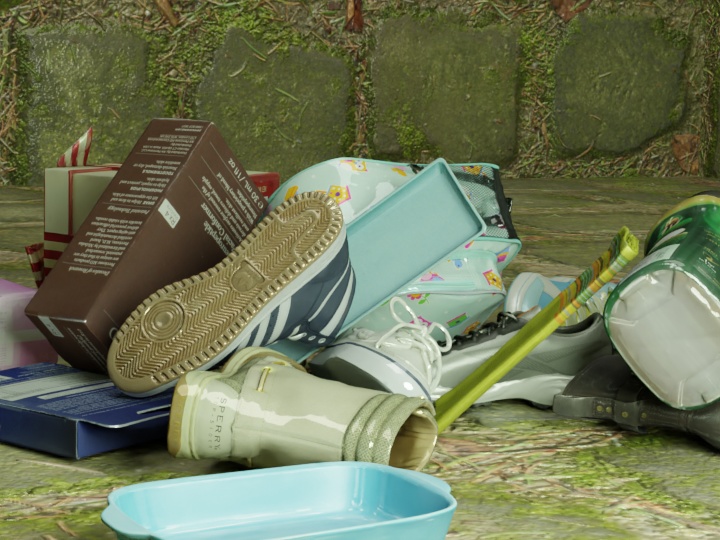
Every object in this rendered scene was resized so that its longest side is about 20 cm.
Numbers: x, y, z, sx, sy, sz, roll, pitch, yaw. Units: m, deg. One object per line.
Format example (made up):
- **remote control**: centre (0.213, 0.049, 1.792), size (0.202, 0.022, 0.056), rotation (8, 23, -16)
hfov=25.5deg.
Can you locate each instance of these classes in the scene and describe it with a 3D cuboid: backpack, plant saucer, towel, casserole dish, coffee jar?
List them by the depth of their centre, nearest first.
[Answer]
- **casserole dish**: centre (-0.042, 0.139, 0.848), size (0.198, 0.039, 0.121), rotation (-2, 8, -30)
- **coffee jar**: centre (0.242, 0.015, 1.135), size (0.085, 0.105, 0.200), rotation (-39, 1, 28)
- **towel**: centre (0.123, 0.044, 1.150), size (0.018, 0.200, 0.086), rotation (47, 12, 3)
- **plant saucer**: centre (0.000, 0.000, 1.203), size (0.199, 0.070, 0.019), rotation (-36, -21, 11)
- **backpack**: centre (0.015, -0.005, 1.316), size (0.198, 0.155, 0.176), rotation (11, -36, -23)

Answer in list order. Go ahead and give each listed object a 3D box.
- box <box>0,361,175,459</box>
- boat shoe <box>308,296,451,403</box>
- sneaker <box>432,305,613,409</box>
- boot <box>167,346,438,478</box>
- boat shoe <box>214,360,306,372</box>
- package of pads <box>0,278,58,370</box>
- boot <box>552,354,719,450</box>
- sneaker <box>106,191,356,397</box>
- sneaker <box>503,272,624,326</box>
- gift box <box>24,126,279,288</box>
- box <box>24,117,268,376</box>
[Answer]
- **box**: centre (-0.201, 0.099, 1.125), size (0.199, 0.033, 0.121), rotation (5, 9, 38)
- **boat shoe**: centre (0.026, 0.063, 1.144), size (0.086, 0.075, 0.202), rotation (-42, 6, -11)
- **sneaker**: centre (0.105, 0.066, 1.261), size (0.198, 0.080, 0.074), rotation (0, 10, -4)
- **boot**: centre (-0.023, 0.098, 1.034), size (0.153, 0.073, 0.200), rotation (8, 3, 14)
- **boat shoe**: centre (-0.126, 0.059, 1.320), size (0.073, 0.063, 0.199), rotation (8, 10, 40)
- **package of pads**: centre (-0.357, 0.051, 1.290), size (0.199, 0.077, 0.120), rotation (-5, 9, -40)
- **boot**: centre (0.258, 0.086, 1.182), size (0.173, 0.070, 0.199), rotation (9, 13, 41)
- **sneaker**: centre (-0.084, 0.037, 1.143), size (0.070, 0.199, 0.109), rotation (47, -10, 28)
- **sneaker**: centre (0.214, 0.042, 1.466), size (0.129, 0.080, 0.200), rotation (4, 9, 26)
- **gift box**: centre (-0.189, -0.030, 1.492), size (0.185, 0.202, 0.184), rotation (4, 3, 29)
- **box**: centre (-0.162, -0.012, 1.233), size (0.074, 0.201, 0.100), rotation (8, -33, 37)
